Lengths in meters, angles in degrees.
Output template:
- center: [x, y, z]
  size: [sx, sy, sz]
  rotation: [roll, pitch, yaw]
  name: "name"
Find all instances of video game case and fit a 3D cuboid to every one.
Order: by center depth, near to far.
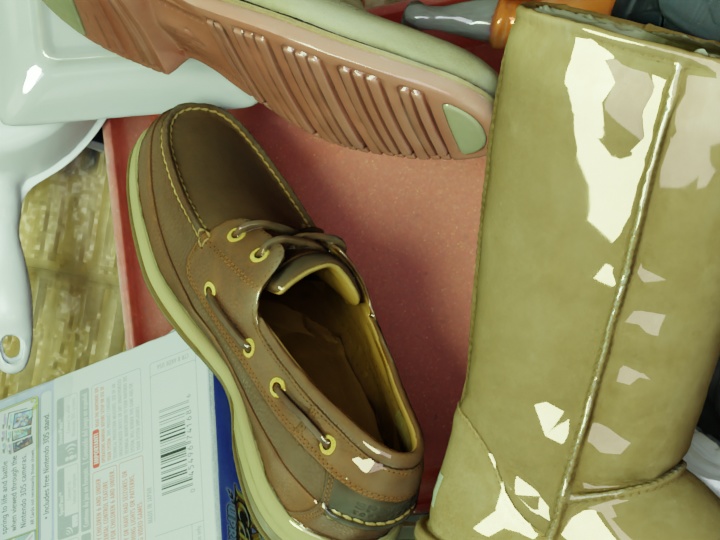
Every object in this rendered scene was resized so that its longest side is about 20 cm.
- center: [-0.116, 0.139, 0.811]
  size: [0.181, 0.045, 0.200]
  rotation: [-20, 56, 24]
  name: "video game case"

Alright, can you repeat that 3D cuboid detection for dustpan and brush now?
- center: [-0.149, -0.060, 0.861]
  size: [0.139, 0.057, 0.200]
  rotation: [-5, 82, -10]
  name: "dustpan and brush"

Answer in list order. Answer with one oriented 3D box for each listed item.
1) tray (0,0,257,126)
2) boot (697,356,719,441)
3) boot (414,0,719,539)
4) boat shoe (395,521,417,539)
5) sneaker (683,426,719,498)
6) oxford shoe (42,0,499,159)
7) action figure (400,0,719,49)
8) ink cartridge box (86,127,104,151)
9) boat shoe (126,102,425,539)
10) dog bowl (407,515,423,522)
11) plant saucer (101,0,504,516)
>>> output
- center: [-0.100, -0.159, 0.844]
  size: [0.107, 0.022, 0.200]
  rotation: [-5, 81, -13]
  name: "tray"
- center: [0.177, 0.062, 0.871]
  size: [0.077, 0.200, 0.138]
  rotation: [-48, 53, -4]
  name: "boot"
- center: [0.111, 0.029, 0.699]
  size: [0.175, 0.066, 0.200]
  rotation: [15, 102, 8]
  name: "boot"
- center: [0.069, 0.145, 0.840]
  size: [0.200, 0.068, 0.075]
  rotation: [28, 78, -21]
  name: "boat shoe"
- center: [0.121, 0.155, 0.794]
  size: [0.080, 0.078, 0.200]
  rotation: [-20, 103, -6]
  name: "sneaker"
- center: [-0.027, -0.100, 0.767]
  size: [0.200, 0.071, 0.074]
  rotation: [25, 69, 23]
  name: "oxford shoe"
- center: [0.101, -0.071, 0.749]
  size: [0.193, 0.105, 0.200]
  rotation: [30, 95, 18]
  name: "action figure"
- center: [-0.124, -0.161, 0.900]
  size: [0.200, 0.041, 0.200]
  rotation: [20, 94, 0]
  name: "ink cartridge box"
- center: [-0.026, 0.011, 0.784]
  size: [0.072, 0.068, 0.200]
  rotation: [-3, 54, -34]
  name: "boat shoe"
- center: [0.058, 0.104, 0.902]
  size: [0.200, 0.059, 0.200]
  rotation: [0, 94, 2]
  name: "dog bowl"
- center: [0.000, 0.000, 0.853]
  size: [0.199, 0.037, 0.200]
  rotation: [-10, 81, 20]
  name: "plant saucer"
